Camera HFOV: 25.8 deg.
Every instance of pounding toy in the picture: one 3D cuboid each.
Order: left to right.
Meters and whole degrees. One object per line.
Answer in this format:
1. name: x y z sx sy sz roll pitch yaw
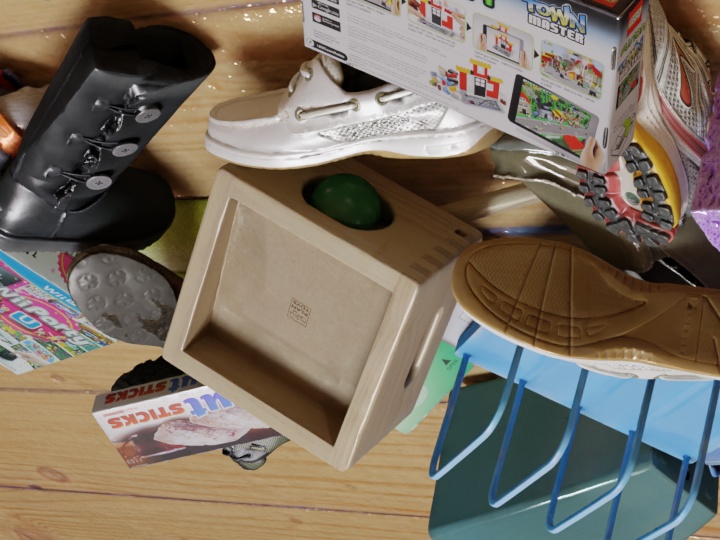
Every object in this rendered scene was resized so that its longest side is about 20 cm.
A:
1. pounding toy: 0.000 0.000 1.059 0.183 0.142 0.201 30 121 16

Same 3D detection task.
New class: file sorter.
1. file sorter: 0.164 0.112 1.067 0.199 0.123 0.139 24 150 -8

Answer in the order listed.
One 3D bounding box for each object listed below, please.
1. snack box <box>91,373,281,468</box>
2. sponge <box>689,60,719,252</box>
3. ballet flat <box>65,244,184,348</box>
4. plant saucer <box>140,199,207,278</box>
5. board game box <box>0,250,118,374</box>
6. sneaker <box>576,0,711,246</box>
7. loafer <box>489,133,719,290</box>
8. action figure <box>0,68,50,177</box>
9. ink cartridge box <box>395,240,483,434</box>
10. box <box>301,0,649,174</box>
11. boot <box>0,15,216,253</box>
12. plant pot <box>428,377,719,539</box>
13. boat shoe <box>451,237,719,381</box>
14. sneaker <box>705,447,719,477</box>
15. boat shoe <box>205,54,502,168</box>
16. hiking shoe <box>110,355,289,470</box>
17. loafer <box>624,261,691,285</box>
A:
1. snack box: -0.115 0.112 1.283 0.199 0.024 0.072 -14 128 17
2. sponge: 0.254 -0.023 0.929 0.030 0.112 0.200 -7 142 35
3. ballet flat: -0.144 0.027 1.176 0.067 0.046 0.200 -44 136 17
4. plant saucer: -0.090 0.020 1.258 0.199 0.048 0.200 0 146 29
5. board game box: -0.291 0.013 1.343 0.147 0.065 0.199 36 145 -30
6. sneaker: 0.149 -0.114 0.881 0.078 0.082 0.201 16 140 39
7. loafer: 0.166 -0.031 0.981 0.199 0.070 0.075 22 -174 -8
8. action figure: -0.278 -0.067 1.140 0.193 0.105 0.200 -32 134 23
9. ink cartridge box: 0.001 0.018 1.146 0.199 0.050 0.161 28 125 -21
10. box: 0.055 -0.136 0.843 0.199 0.035 0.110 27 145 23
11. boot: -0.157 -0.092 1.080 0.164 0.066 0.200 -12 151 -44
12. plant pot: 0.182 0.162 1.264 0.199 0.142 0.141 -23 132 39
13. boat shoe: 0.153 0.035 0.977 0.199 0.071 0.069 16 164 8
14. sneaker: 0.283 0.107 1.167 0.074 0.083 0.200 -10 139 42
15. boat shoe: -0.009 -0.109 0.966 0.199 0.071 0.070 -3 121 23
16. hiking shoe: -0.114 0.127 1.348 0.199 0.076 0.101 1 107 -3
17. loafer: 0.265 0.027 1.050 0.199 0.070 0.070 12 161 11
